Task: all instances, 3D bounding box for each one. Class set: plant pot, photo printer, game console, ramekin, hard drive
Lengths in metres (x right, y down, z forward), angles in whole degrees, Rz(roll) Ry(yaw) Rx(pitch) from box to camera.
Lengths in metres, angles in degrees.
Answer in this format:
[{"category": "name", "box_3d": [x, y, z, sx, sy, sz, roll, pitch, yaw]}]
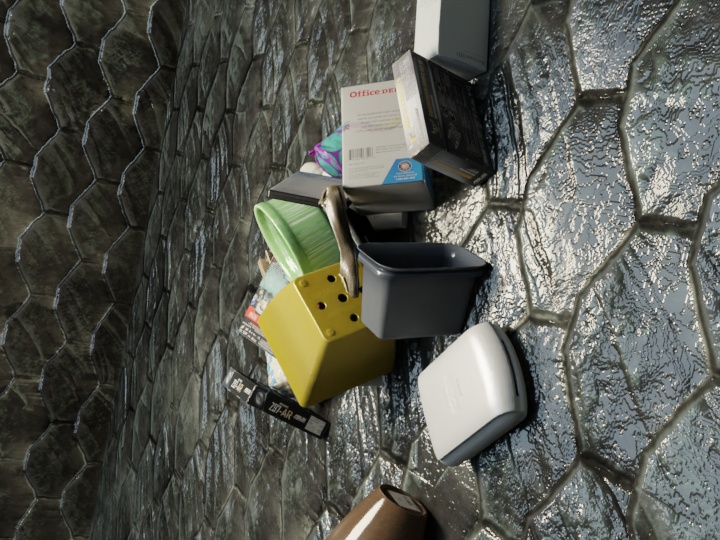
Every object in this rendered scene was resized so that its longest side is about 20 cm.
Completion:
[{"category": "plant pot", "box_3d": [0.026, 0.471, 1.370, 0.200, 0.187, 0.187, -61, 31, 4]}, {"category": "plant pot", "box_3d": [-0.048, 0.094, 1.465, 0.200, 0.199, 0.177, 59, 153, 23]}, {"category": "photo printer", "box_3d": [0.175, 0.188, 1.262, 0.200, 0.069, 0.167, -50, 41, 44]}, {"category": "game console", "box_3d": [0.000, 0.000, 1.531, 0.116, 0.176, 0.200, -36, 69, 15]}, {"category": "ramekin", "box_3d": [-0.115, -0.062, 1.581, 0.200, 0.097, 0.200, 54, 165, 21]}, {"category": "hard drive", "box_3d": [0.006, -0.142, 1.621, 0.199, 0.026, 0.132, -3, 78, 34]}]

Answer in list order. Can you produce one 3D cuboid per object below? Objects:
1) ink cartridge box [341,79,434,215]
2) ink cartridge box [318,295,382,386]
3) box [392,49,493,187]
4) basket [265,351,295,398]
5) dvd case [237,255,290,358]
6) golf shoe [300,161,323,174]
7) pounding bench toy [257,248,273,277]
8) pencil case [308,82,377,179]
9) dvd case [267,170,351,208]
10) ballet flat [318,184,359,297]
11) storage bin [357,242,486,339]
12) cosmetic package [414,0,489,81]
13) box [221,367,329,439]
[{"category": "ink cartridge box", "box_3d": [0.052, -0.221, 1.471, 0.145, 0.147, 0.201, 51, -143, -69]}, {"category": "ink cartridge box", "box_3d": [-0.031, 0.146, 1.595, 0.068, 0.116, 0.201, 127, 142, -49]}, {"category": "box", "box_3d": [0.137, -0.253, 1.363, 0.048, 0.158, 0.201, -34, 53, 39]}, {"category": "basket", "box_3d": [-0.098, 0.168, 1.712, 0.200, 0.139, 0.177, -26, 53, 23]}, {"category": "dvd case", "box_3d": [-0.169, 0.068, 1.700, 0.146, 0.022, 0.201, 27, 93, 42]}, {"category": "golf shoe", "box_3d": [-0.123, -0.196, 1.885, 0.078, 0.097, 0.200, -66, 30, 29]}, {"category": "pounding bench toy", "box_3d": [-0.148, -0.055, 1.859, 0.156, 0.124, 0.200, -64, 33, 28]}, {"category": "pencil case", "box_3d": [-0.007, -0.280, 1.627, 0.200, 0.092, 0.085, -52, 1, -13]}, {"category": "dvd case", "box_3d": [-0.077, -0.151, 1.523, 0.200, 0.142, 0.018, -55, -25, -70]}, {"category": "ballet flat", "box_3d": [-0.035, -0.049, 1.379, 0.067, 0.046, 0.201, 112, 148, -78]}, {"category": "storage bin", "box_3d": [0.087, 0.032, 1.353, 0.146, 0.199, 0.135, 40, 126, 57]}, {"category": "cosmetic package", "box_3d": [0.162, -0.444, 1.428, 0.081, 0.112, 0.201, -16, 69, 59]}, {"category": "box", "box_3d": [-0.183, 0.286, 1.746, 0.044, 0.200, 0.160, -62, 27, -8]}]
